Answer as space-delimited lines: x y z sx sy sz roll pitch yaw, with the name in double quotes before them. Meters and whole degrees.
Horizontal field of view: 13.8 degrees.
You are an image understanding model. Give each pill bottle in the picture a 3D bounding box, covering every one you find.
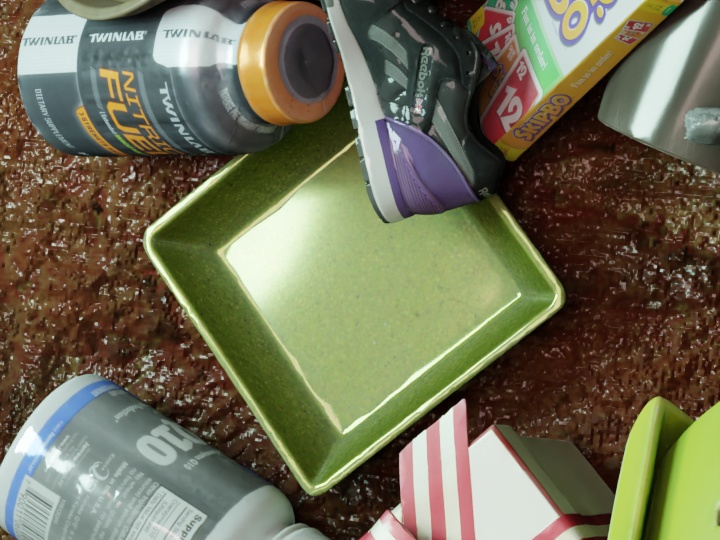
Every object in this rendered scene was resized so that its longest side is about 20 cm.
"pill bottle" -0.103 -0.121 1.773 0.200 0.106 0.107 1 85 43
"pill bottle" -0.112 0.157 1.780 0.200 0.114 0.114 31 96 19

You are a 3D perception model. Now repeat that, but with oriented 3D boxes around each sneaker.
"sneaker" 0.034 -0.133 1.718 0.087 0.076 0.200 -12 101 14

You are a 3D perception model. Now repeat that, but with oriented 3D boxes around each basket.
"basket" 0.222 -0.157 1.676 0.180 0.136 0.200 32 104 53

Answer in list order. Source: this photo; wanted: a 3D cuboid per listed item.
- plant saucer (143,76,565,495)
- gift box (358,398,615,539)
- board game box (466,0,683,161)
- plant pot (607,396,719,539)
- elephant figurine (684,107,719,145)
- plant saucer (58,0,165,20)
"plant saucer" 0.000 0.000 1.789 0.200 0.048 0.200 -38 74 13
"gift box" 0.088 0.186 1.666 0.200 0.187 0.185 -47 73 11
"board game box" 0.125 -0.152 1.697 0.200 0.030 0.096 -41 46 47
"plant pot" 0.231 0.168 1.512 0.181 0.199 0.200 -9 56 38
"elephant figurine" 0.267 0.020 1.605 0.141 0.155 0.200 -9 115 -14
"plant saucer" -0.118 -0.237 1.744 0.200 0.029 0.201 -25 54 41
